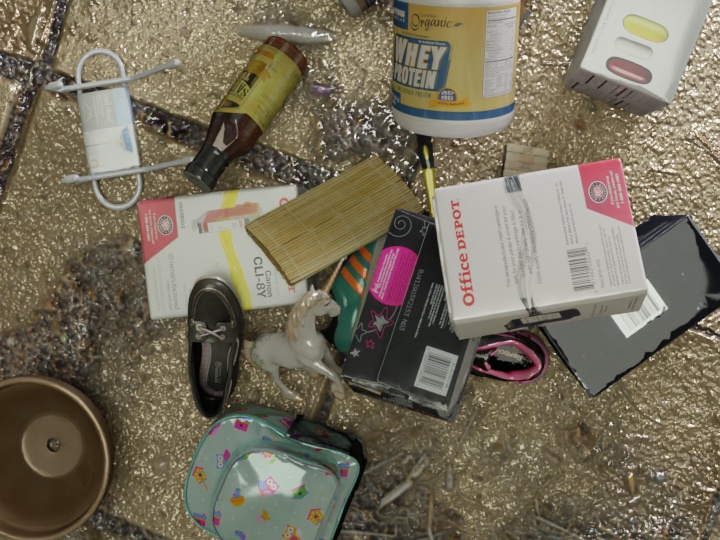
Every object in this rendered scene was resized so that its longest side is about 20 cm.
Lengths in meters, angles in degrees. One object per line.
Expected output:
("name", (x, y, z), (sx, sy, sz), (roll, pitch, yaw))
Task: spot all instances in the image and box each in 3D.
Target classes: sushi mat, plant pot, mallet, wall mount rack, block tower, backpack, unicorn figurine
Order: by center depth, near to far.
("sushi mat", (-0.028, -0.061, 1.265), (0.199, 0.012, 0.096), (-30, 67, -25))
("unicorn figurine", (-0.067, 0.091, 1.279), (0.198, 0.074, 0.138), (-23, 121, 30))
("backpack", (-0.112, 0.258, 1.306), (0.198, 0.153, 0.178), (23, 100, 8))
("block tower", (0.188, -0.048, 1.313), (0.057, 0.054, 0.203), (9, 94, 4))
("wall mount rack", (-0.288, -0.178, 1.328), (0.171, 0.075, 0.203), (-9, 94, 3))
("mallet", (0.074, -0.115, 1.329), (0.065, 0.041, 0.203), (-15, 87, 7))
("plant pot", (-0.395, 0.226, 1.350), (0.198, 0.093, 0.204), (0, 92, 4))

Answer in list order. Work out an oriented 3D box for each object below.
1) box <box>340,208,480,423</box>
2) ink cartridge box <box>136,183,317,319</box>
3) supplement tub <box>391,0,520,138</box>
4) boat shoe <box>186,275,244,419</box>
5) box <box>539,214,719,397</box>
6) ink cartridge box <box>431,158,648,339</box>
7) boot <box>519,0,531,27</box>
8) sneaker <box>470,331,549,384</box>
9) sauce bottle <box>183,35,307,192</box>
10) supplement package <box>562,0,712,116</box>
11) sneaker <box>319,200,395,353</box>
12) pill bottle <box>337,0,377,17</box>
("box", (0.075, 0.054, 1.229), (0.131, 0.115, 0.202), (16, 79, 12))
("ink cartridge box", (-0.159, -0.025, 1.323), (0.197, 0.083, 0.147), (-6, 93, 4))
("supplement tub", (0.107, -0.264, 1.228), (0.143, 0.145, 0.203), (2, 112, 4))
("boat shoe", (-0.173, 0.096, 1.292), (0.066, 0.057, 0.202), (4, 132, -2))
("box", (0.304, 0.034, 1.245), (0.199, 0.182, 0.105), (-36, 91, 6))
("ink cartridge box", (0.182, -0.020, 1.129), (0.197, 0.084, 0.147), (-9, 73, 5))
("boot", (0.191, -0.371, 1.284), (0.097, 0.075, 0.201), (36, 97, -2))
("sneaker", (0.131, 0.095, 1.305), (0.197, 0.095, 0.080), (9, 96, 5))
("sauce bottle", (-0.139, -0.185, 1.295), (0.066, 0.066, 0.201), (32, 74, 1))
("supplement package", (0.325, -0.294, 1.238), (0.110, 0.156, 0.202), (21, 94, 2))
("sneaker", (0.000, 0.000, 1.319), (0.079, 0.071, 0.203), (11, 82, 24))
("pill bottle", (0.036, -0.402, 1.275), (0.199, 0.111, 0.112), (-38, 90, 5))
